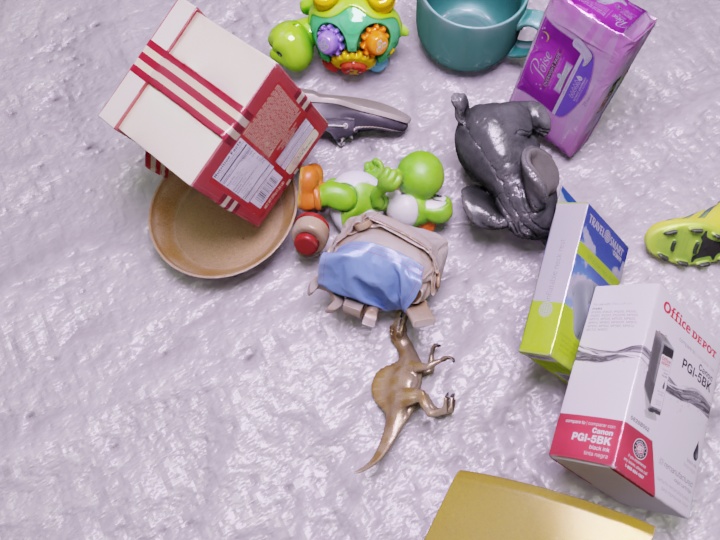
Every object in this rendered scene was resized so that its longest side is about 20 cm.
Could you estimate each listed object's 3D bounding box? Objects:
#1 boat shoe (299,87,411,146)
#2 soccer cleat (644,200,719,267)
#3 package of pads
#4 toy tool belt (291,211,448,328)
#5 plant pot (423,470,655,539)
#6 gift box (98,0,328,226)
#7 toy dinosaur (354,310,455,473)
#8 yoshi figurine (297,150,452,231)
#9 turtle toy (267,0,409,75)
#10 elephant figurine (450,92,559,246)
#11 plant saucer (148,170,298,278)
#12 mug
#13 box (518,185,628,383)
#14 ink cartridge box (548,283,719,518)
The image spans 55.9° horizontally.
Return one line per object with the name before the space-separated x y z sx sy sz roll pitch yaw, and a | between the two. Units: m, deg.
boat shoe | -0.030 -0.208 0.937 0.196 0.073 0.064 10 111 0
soccer cleat | 0.452 -0.057 0.856 0.196 0.065 0.084 -9 38 3
package of pads | 0.268 -0.255 0.857 0.120 0.201 0.076 39 61 16
toy tool belt | 0.000 0.000 0.796 0.196 0.126 0.124 13 46 7
plant pot | 0.144 0.306 0.647 0.174 0.201 0.202 24 70 23
gift box | -0.173 -0.174 0.810 0.186 0.200 0.185 37 86 21
toy dinosaur | 0.057 0.148 0.789 0.099 0.058 0.203 2 59 19
yoshi figurine | 0.023 -0.113 0.861 0.196 0.113 0.114 7 61 2
turtle toy | -0.031 -0.327 0.942 0.196 0.146 0.103 2 89 3
elephant figurine | 0.194 -0.102 0.828 0.152 0.142 0.203 -8 64 -7
plant saucer | -0.174 -0.075 0.881 0.196 0.036 0.204 -3 65 6
mug | 0.159 -0.346 0.944 0.150 0.115 0.187 -25 70 -9
box | 0.250 0.019 0.779 0.047 0.121 0.203 4 70 45
ink cartridge box | 0.299 0.135 0.725 0.146 0.082 0.203 34 68 -28
